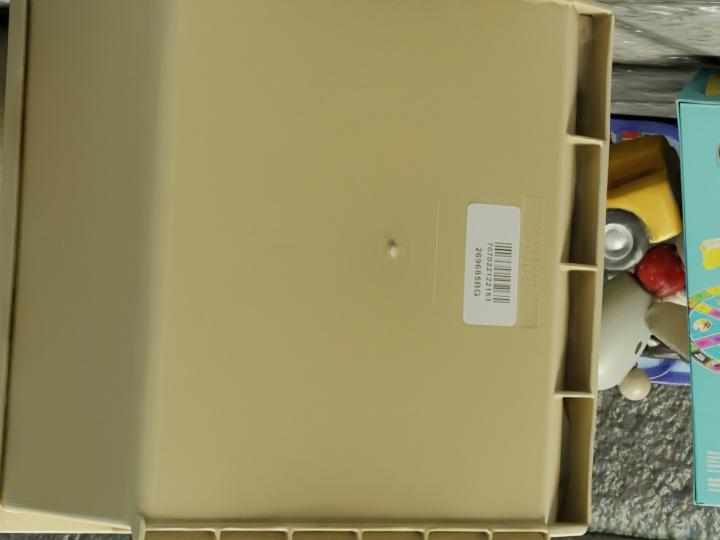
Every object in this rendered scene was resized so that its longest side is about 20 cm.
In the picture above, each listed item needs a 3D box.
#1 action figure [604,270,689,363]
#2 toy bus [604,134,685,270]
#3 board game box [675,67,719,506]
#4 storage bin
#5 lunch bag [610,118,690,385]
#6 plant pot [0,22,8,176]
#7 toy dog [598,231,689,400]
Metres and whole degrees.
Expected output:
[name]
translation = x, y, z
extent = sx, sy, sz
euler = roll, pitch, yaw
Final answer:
[action figure]
translation = 0.210, 0.014, 1.339
extent = 0.200, 0.119, 0.102
euler = -4, 163, 40
[toy bus]
translation = 0.049, -0.023, 1.161
extent = 0.200, 0.078, 0.065
euler = -20, -167, 16
[board game box]
translation = 0.222, 0.013, 1.111
extent = 0.151, 0.200, 0.047
euler = 4, -156, 22
[storage bin]
translation = -0.015, -0.008, 0.851
extent = 0.198, 0.201, 0.094
euler = 5, 177, -37
[lunch bag]
translation = 0.172, -0.010, 1.452
extent = 0.199, 0.151, 0.094
euler = 4, 179, -6
[plant pot]
translation = -0.203, -0.041, 1.149
extent = 0.200, 0.188, 0.187
euler = -10, 174, 20
[toy dog]
translation = 0.197, 0.002, 1.223
extent = 0.200, 0.096, 0.132
euler = -42, 178, 38
